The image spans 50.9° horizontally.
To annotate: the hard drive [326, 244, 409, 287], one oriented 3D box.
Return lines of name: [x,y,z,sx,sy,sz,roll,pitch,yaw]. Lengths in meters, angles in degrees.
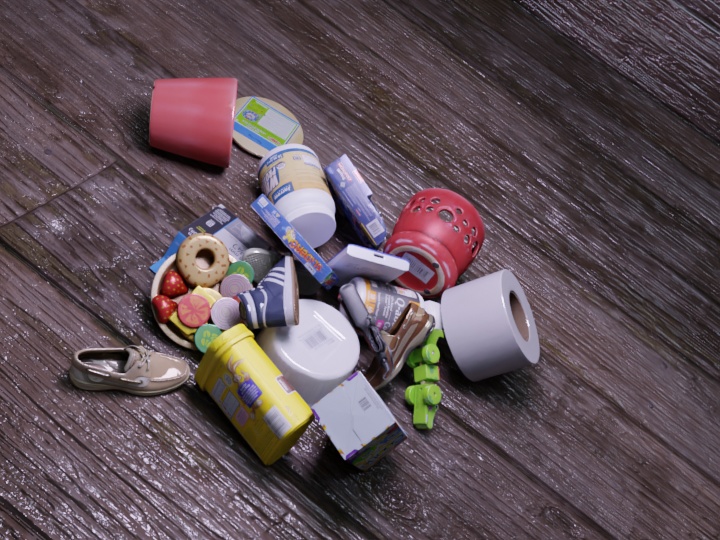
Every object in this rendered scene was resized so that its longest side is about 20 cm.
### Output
hard drive: [0.000,0.000,1.542,0.130,0.200,0.026,15,70,-17]

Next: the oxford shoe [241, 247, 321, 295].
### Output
oxford shoe: [-0.162,-0.003,1.517,0.199,0.075,0.058,21,29,-43]

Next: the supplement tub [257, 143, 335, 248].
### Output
supplement tub: [-0.137,-0.159,1.644,0.143,0.145,0.202,1,50,-29]

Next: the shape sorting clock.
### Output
shape sorting clock: [-0.234,-0.346,1.837,0.198,0.039,0.202,17,46,-18]

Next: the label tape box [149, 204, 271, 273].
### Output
label tape box: [-0.292,-0.028,1.492,0.144,0.064,0.200,39,42,7]

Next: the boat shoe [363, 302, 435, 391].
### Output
boat shoe: [0.059,0.147,1.469,0.074,0.076,0.200,43,79,-14]

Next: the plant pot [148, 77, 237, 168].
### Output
plant pot: [-0.366,-0.333,1.651,0.175,0.202,0.202,6,48,-13]

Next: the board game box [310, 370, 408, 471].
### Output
board game box: [0.002,0.261,1.284,0.103,0.200,0.105,-36,68,-4]

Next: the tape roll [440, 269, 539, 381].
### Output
tape roll: [0.270,0.115,1.570,0.203,0.138,0.205,46,33,-42]

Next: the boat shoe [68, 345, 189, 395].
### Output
boat shoe: [-0.380,0.161,1.265,0.198,0.065,0.073,6,48,-26]

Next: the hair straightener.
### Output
hair straightener: [0.011,0.110,1.410,0.040,0.077,0.202,-19,67,-13]

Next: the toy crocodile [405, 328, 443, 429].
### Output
toy crocodile: [0.130,0.209,1.483,0.061,0.067,0.203,16,66,-37]

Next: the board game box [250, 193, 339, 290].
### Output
board game box: [-0.124,-0.052,1.468,0.034,0.135,0.200,-42,81,-2]

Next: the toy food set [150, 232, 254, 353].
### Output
toy food set: [-0.282,0.048,1.387,0.198,0.049,0.201,42,65,-10]

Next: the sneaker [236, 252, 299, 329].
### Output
sneaker: [-0.169,0.036,1.389,0.107,0.071,0.201,-10,33,0]

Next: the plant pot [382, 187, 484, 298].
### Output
plant pot: [0.155,-0.052,1.685,0.199,0.201,0.183,34,52,3]

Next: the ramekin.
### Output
ramekin: [-0.098,0.150,1.416,0.198,0.098,0.202,16,44,-16]

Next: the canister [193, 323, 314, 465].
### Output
canister: [-0.179,0.212,1.277,0.200,0.149,0.086,48,45,14]

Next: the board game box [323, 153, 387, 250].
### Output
board game box: [-0.005,-0.139,1.691,0.061,0.200,0.201,-34,88,-6]

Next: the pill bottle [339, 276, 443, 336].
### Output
pill bottle: [0.064,0.090,1.552,0.198,0.117,0.117,15,45,-18]
